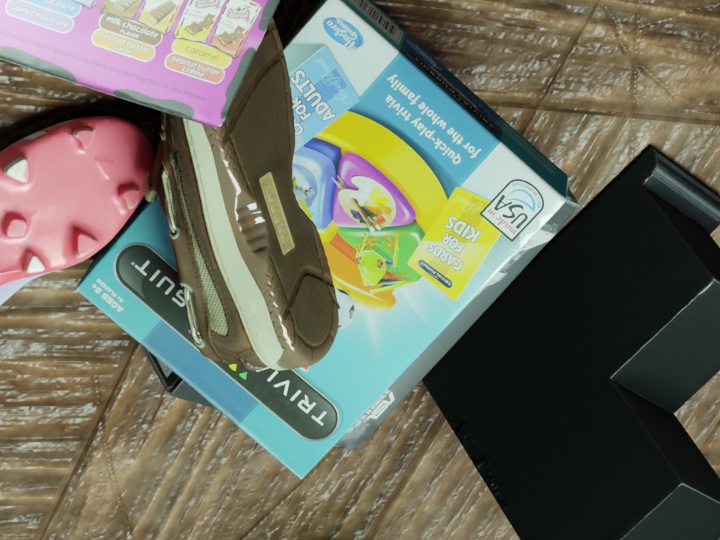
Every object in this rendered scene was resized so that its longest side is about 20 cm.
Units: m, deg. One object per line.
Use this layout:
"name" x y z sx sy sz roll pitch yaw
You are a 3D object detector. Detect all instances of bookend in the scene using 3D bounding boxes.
"bookend" 0.166 0.074 1.288 0.200 0.199 0.092 -46 139 15

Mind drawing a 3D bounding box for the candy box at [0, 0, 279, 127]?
"candy box" -0.080 -0.173 0.911 0.136 0.061 0.201 16 107 -41

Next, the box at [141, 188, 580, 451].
"box" 0.000 0.000 1.210 0.200 0.050 0.157 -48 140 17

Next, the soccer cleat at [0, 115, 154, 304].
"soccer cleat" -0.186 -0.006 1.071 0.200 0.076 0.067 -43 109 -11

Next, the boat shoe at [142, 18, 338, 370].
"boat shoe" -0.073 -0.049 1.043 0.075 0.203 0.075 -6 -169 33

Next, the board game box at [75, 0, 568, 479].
"board game box" -0.019 -0.019 1.107 0.151 0.047 0.200 40 108 -7
